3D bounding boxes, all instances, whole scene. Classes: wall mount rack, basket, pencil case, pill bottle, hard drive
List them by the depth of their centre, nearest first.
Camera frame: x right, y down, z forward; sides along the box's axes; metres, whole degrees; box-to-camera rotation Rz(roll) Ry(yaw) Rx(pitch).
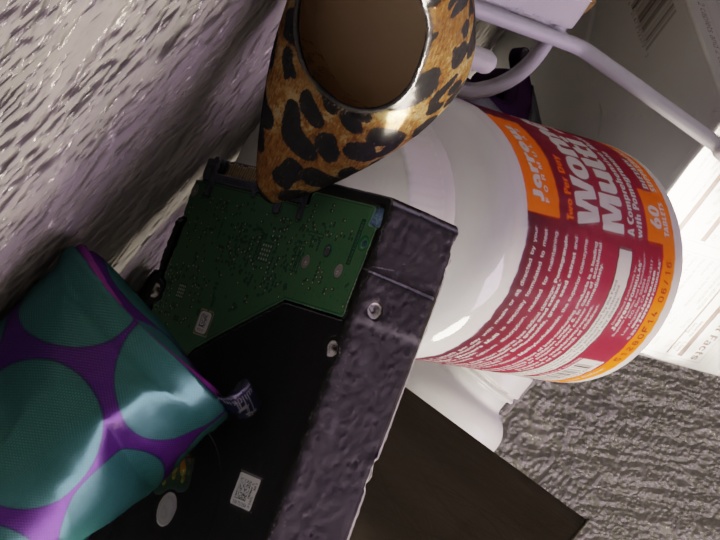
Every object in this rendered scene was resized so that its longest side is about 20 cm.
[{"bbox_3d":[-0.132,0.090,0.878,0.200,0.085,0.092,-48,146,-8],"label":"pencil case"},{"bbox_3d":[-0.046,0.063,0.928,0.140,0.038,0.200,14,-96,56],"label":"hard drive"},{"bbox_3d":[0.122,-0.125,1.059,0.174,0.075,0.200,15,122,-35],"label":"wall mount rack"},{"bbox_3d":[0.041,-0.015,1.062,0.200,0.110,0.110,12,122,-53],"label":"pill bottle"},{"bbox_3d":[0.004,0.125,1.390,0.136,0.200,0.180,-52,173,11],"label":"basket"},{"bbox_3d":[0.039,0.134,1.982,0.200,0.109,0.109,-50,172,3],"label":"pill bottle"}]

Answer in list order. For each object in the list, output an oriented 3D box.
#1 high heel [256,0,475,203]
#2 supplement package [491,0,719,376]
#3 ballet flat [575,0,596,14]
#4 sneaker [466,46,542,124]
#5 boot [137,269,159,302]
[{"bbox_3d":[-0.008,-0.091,0.819,0.200,0.071,0.143,-55,163,26],"label":"high heel"},{"bbox_3d":[0.160,-0.078,1.264,0.156,0.111,0.200,-55,-148,36],"label":"supplement package"},{"bbox_3d":[0.128,-0.174,1.171,0.200,0.063,0.069,-44,169,-39],"label":"ballet flat"},{"bbox_3d":[0.014,-0.054,1.179,0.074,0.088,0.200,-5,-174,41],"label":"sneaker"},{"bbox_3d":[-0.101,0.095,1.082,0.158,0.079,0.211,-55,163,-10],"label":"boot"}]
